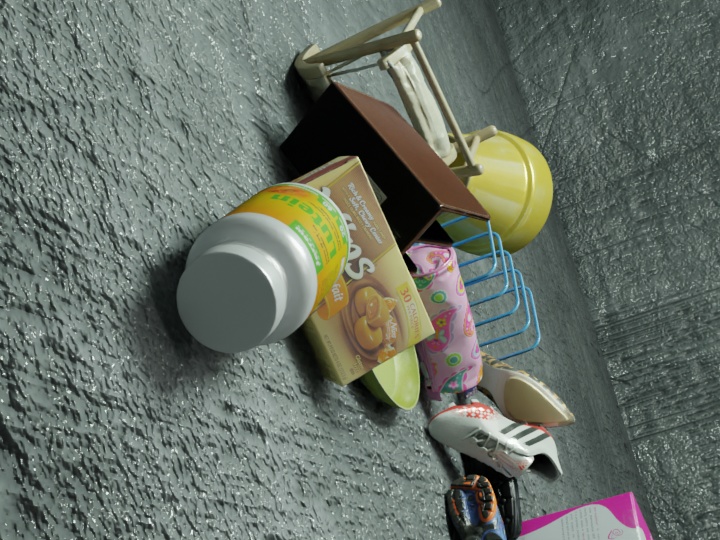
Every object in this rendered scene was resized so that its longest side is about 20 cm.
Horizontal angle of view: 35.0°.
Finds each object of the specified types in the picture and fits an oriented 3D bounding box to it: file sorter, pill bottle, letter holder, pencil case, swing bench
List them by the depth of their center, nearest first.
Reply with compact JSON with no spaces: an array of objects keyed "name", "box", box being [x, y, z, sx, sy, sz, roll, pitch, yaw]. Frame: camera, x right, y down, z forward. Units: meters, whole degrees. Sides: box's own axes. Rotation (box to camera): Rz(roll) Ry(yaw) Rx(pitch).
[{"name":"pill bottle","box":[-0.082,-0.002,0.967,0.111,0.111,0.200,67,17,-10]},{"name":"letter holder","box":[0.032,-0.099,1.284,0.200,0.101,0.142,51,23,23]},{"name":"swing bench","box":[0.037,-0.202,1.430,0.199,0.200,0.130,62,28,-22]},{"name":"pencil case","box":[0.098,0.065,1.436,0.087,0.087,0.200,-80,159,-58]},{"name":"file sorter","box":[0.173,0.032,1.696,0.139,0.123,0.200,-93,156,-43]}]

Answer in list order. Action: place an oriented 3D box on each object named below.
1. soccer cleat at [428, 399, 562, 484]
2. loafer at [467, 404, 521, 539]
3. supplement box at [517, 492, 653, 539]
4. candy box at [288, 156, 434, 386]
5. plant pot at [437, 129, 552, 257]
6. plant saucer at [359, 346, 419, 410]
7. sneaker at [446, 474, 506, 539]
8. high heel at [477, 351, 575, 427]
[{"name":"soccer cleat","box":[0.177,0.224,1.464,0.200,0.069,0.085,19,31,-31]},{"name":"loafer","box":[0.182,0.274,1.537,0.070,0.068,0.201,35,34,-47]},{"name":"supplement box","box":[0.282,0.382,1.500,0.103,0.200,0.101,61,20,-27]},{"name":"candy box","box":[-0.020,0.000,1.140,0.200,0.115,0.055,65,-19,-13]},{"name":"plant pot","box":[0.167,-0.129,1.769,0.189,0.201,0.201,11,59,-52]},{"name":"plant saucer","box":[0.014,0.069,1.320,0.200,0.031,0.200,56,23,-38]},{"name":"sneaker","box":[0.153,0.343,1.373,0.200,0.075,0.078,-89,156,-46]},{"name":"high heel","box":[0.218,0.162,1.603,0.143,0.200,0.072,-7,117,-69]}]
